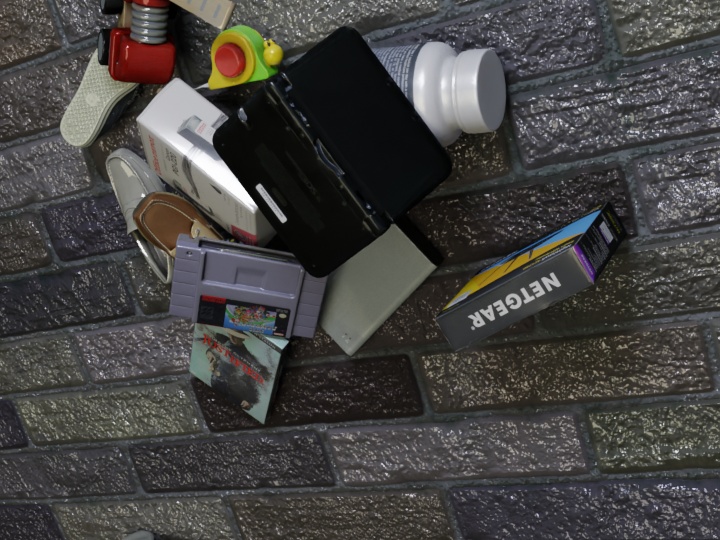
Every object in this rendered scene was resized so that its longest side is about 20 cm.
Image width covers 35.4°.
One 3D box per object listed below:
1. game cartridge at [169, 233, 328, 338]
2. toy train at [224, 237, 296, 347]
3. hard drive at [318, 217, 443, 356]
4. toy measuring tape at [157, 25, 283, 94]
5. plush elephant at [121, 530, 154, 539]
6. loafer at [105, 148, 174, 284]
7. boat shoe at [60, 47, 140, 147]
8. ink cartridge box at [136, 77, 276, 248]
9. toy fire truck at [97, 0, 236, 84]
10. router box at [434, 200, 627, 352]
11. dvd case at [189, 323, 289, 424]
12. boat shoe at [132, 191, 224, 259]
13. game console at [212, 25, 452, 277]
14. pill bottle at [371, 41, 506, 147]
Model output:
[{"bbox_3d":[-0.145,0.025,1.462,0.196,0.039,0.131,9,128,-6],"label":"game cartridge"},{"bbox_3d":[-0.132,0.031,1.517,0.045,0.034,0.201,-28,128,2],"label":"toy train"},{"bbox_3d":[0.000,0.000,1.472,0.140,0.033,0.200,46,125,4],"label":"hard drive"},{"bbox_3d":[-0.184,-0.268,1.436,0.197,0.073,0.075,-5,109,30],"label":"toy measuring tape"},{"bbox_3d":[-0.351,0.521,1.843,0.155,0.165,0.200,-44,125,1],"label":"plush elephant"},{"bbox_3d":[-0.300,-0.076,1.584,0.069,0.070,0.202,-28,96,35],"label":"loafer"},{"bbox_3d":[-0.336,-0.254,1.533,0.074,0.062,0.201,40,110,3],"label":"boat shoe"},{"bbox_3d":[-0.183,-0.132,1.447,0.199,0.085,0.146,40,162,10],"label":"ink cartridge box"},{"bbox_3d":[-0.240,-0.307,1.374,0.200,0.126,0.179,-131,45,-58],"label":"toy fire truck"},{"bbox_3d":[0.197,0.007,1.294,0.199,0.149,0.051,-31,96,35],"label":"router box"},{"bbox_3d":[-0.175,0.122,1.594,0.145,0.022,0.201,33,141,12],"label":"dvd case"},{"bbox_3d":[-0.214,-0.033,1.497,0.076,0.200,0.074,-53,43,-2],"label":"boat shoe"},{"bbox_3d":[-0.032,-0.127,1.236,0.175,0.116,0.201,-35,95,36],"label":"game console"},{"bbox_3d":[0.060,-0.199,1.297,0.197,0.119,0.122,0,112,29],"label":"pill bottle"}]
